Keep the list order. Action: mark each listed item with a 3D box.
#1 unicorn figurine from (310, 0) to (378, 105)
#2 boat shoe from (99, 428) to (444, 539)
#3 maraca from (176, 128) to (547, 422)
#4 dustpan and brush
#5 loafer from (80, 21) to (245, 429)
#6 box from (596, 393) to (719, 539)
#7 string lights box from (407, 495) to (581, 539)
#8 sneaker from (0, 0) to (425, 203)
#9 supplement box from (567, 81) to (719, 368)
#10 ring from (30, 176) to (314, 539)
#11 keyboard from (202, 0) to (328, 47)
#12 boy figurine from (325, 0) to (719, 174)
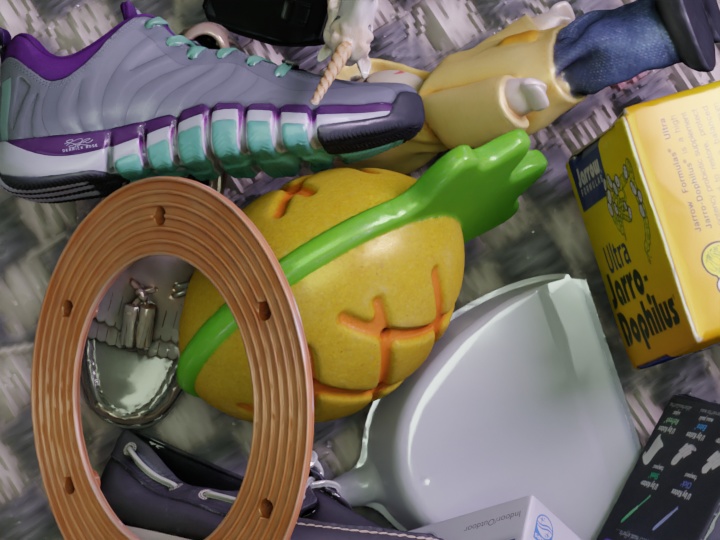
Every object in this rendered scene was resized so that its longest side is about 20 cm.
[{"bbox_3d":[-0.007,-0.184,1.031,0.138,0.074,0.200,-59,46,26],"label":"unicorn figurine"},{"bbox_3d":[-0.043,0.110,1.039,0.199,0.073,0.063,4,76,33],"label":"boat shoe"},{"bbox_3d":[0.000,0.000,1.048,0.200,0.137,0.107,-35,77,7],"label":"maraca"},{"bbox_3d":[0.030,0.095,1.090,0.199,0.057,0.140,-20,96,-10],"label":"dustpan and brush"},{"bbox_3d":[-0.098,-0.024,1.090,0.071,0.063,0.201,13,83,0],"label":"loafer"},{"bbox_3d":[0.165,0.174,1.038,0.122,0.106,0.201,31,83,-15],"label":"box"},{"bbox_3d":[0.038,0.206,0.997,0.059,0.102,0.201,43,43,-29],"label":"string lights box"},{"bbox_3d":[-0.072,-0.087,1.032,0.199,0.074,0.088,-7,82,-1],"label":"sneaker"},{"bbox_3d":[0.215,-0.039,1.055,0.199,0.109,0.110,-17,84,-10],"label":"supplement box"},{"bbox_3d":[-0.084,0.059,1.004,0.019,0.200,0.202,-2,81,-43],"label":"ring"},{"bbox_3d":[-0.004,-0.202,1.087,0.104,0.040,0.201,21,99,31],"label":"keyboard"},{"bbox_3d":[0.074,-0.098,1.082,0.199,0.124,0.065,-16,111,25],"label":"boy figurine"}]
